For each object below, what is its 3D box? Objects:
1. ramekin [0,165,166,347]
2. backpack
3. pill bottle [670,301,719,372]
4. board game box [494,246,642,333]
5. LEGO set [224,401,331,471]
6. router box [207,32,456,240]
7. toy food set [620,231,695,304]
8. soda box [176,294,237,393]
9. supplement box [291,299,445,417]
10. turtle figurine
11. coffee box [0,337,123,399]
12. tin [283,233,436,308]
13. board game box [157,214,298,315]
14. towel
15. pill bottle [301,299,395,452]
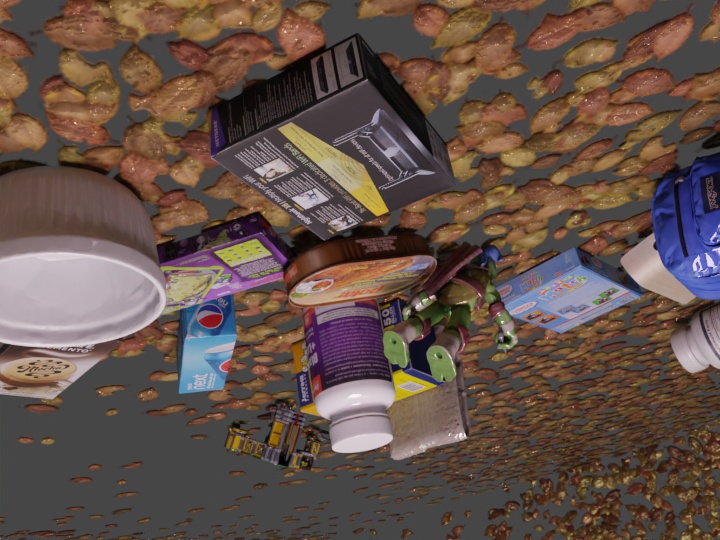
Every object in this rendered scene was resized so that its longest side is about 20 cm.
[{"bbox_3d":[-0.292,-0.013,0.741,0.197,0.106,0.201,-9,153,-5],"label":"ramekin"},{"bbox_3d":[0.434,-0.066,0.868,0.199,0.165,0.167,-17,147,42],"label":"backpack"},{"bbox_3d":[0.650,0.104,1.328,0.110,0.112,0.199,14,145,-40],"label":"pill bottle"},{"bbox_3d":[0.309,0.035,1.146,0.151,0.037,0.199,-31,148,34],"label":"board game box"},{"bbox_3d":[-0.152,0.303,1.453,0.152,0.117,0.199,7,165,40],"label":"LEGO set"},{"bbox_3d":[-0.020,-0.111,0.711,0.156,0.053,0.200,-21,152,20],"label":"router box"},{"bbox_3d":[0.469,-0.029,1.073,0.199,0.061,0.143,15,132,-43],"label":"toy food set"},{"bbox_3d":[-0.213,0.102,1.043,0.067,0.065,0.200,-2,153,-17],"label":"soda box"},{"bbox_3d":[0.010,0.140,1.152,0.198,0.110,0.109,-25,150,26],"label":"supplement box"},{"bbox_3d":[0.120,0.079,0.987,0.194,0.144,0.201,-40,167,-43],"label":"turtle figurine"},{"bbox_3d":[-0.381,0.080,0.917,0.112,0.081,0.199,15,144,-40],"label":"coffee box"},{"bbox_3d":[0.000,0.000,0.927,0.198,0.042,0.112,-7,151,-32],"label":"tin"},{"bbox_3d":[-0.182,-0.001,0.893,0.198,0.033,0.120,-17,150,11],"label":"board game box"},{"bbox_3d":[0.095,0.181,1.169,0.132,0.202,0.034,-25,139,27],"label":"towel"},{"bbox_3d":[-0.013,0.135,1.030,0.110,0.202,0.112,-9,153,-4],"label":"pill bottle"}]
